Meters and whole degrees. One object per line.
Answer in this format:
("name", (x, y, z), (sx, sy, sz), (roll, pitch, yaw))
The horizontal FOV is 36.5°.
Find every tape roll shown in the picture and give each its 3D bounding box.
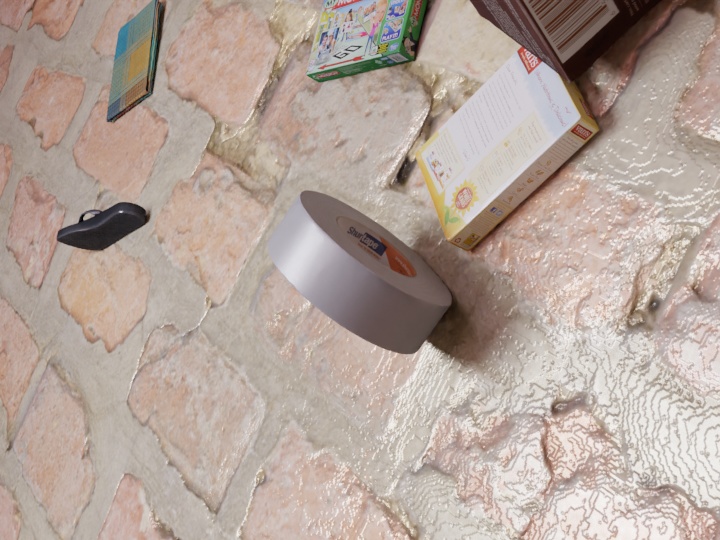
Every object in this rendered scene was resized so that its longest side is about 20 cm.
("tape roll", (0.000, 0.000, 1.160), (0.067, 0.199, 0.201), (-55, 39, 15))

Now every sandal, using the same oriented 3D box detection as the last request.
("sandal", (-0.432, -0.079, 1.839), (0.198, 0.076, 0.044), (-17, 60, 33))

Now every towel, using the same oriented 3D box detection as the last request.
("towel", (-0.416, -0.386, 2.015), (0.146, 0.021, 0.203), (-23, 57, 44))

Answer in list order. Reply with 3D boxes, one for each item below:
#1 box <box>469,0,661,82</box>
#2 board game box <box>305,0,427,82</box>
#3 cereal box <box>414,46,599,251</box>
("box", (0.188, -0.333, 1.101), (0.164, 0.166, 0.201), (-42, 41, 5))
("board game box", (0.010, -0.331, 1.457), (0.198, 0.029, 0.137), (-1, 72, 50))
("cereal box", (0.152, -0.138, 1.176), (0.200, 0.039, 0.145), (-43, 43, 28))
